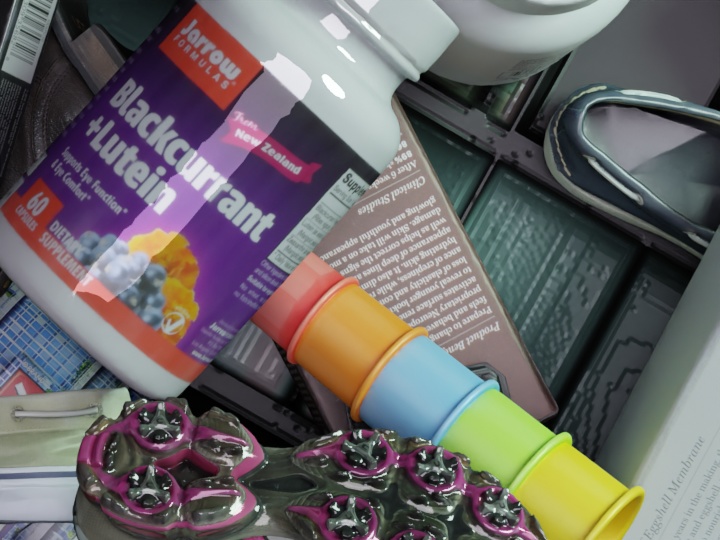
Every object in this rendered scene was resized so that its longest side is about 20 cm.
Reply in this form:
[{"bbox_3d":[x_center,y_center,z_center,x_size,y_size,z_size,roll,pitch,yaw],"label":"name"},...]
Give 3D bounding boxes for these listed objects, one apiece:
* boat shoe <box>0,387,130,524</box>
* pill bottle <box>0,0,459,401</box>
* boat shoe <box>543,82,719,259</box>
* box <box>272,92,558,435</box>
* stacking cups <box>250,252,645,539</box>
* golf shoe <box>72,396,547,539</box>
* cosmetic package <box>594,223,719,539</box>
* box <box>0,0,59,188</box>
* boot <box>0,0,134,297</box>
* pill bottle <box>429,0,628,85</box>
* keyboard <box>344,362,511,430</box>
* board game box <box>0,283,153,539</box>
[{"bbox_3d":[-0.194,0.078,1.226,0.199,0.072,0.062,2,83,-15],"label":"boat shoe"},{"bbox_3d":[-0.054,-0.053,1.181,0.111,0.111,0.200,42,92,-2],"label":"pill bottle"},{"bbox_3d":[0.183,-0.036,1.326,0.199,0.062,0.075,26,84,-4],"label":"boat shoe"},{"bbox_3d":[0.000,0.000,1.303,0.100,0.075,0.201,-27,89,-6],"label":"box"},{"bbox_3d":[0.025,0.060,1.216,0.200,0.061,0.061,36,85,15],"label":"stacking cups"},{"bbox_3d":[-0.020,0.111,1.175,0.199,0.092,0.073,12,50,3],"label":"golf shoe"},{"bbox_3d":[0.220,0.091,1.265,0.199,0.123,0.200,25,109,-5],"label":"cosmetic package"},{"bbox_3d":[-0.235,-0.085,1.252,0.199,0.036,0.144,15,86,29],"label":"box"},{"bbox_3d":[-0.190,-0.069,1.272,0.174,0.069,0.200,-40,64,5],"label":"boot"},{"bbox_3d":[0.068,-0.148,1.250,0.114,0.200,0.115,0,88,-6],"label":"pill bottle"},{"bbox_3d":[0.023,0.150,1.256,0.126,0.021,0.201,-11,89,-10],"label":"keyboard"},{"bbox_3d":[-0.191,0.105,1.285,0.200,0.062,0.200,42,85,-3],"label":"board game box"}]
